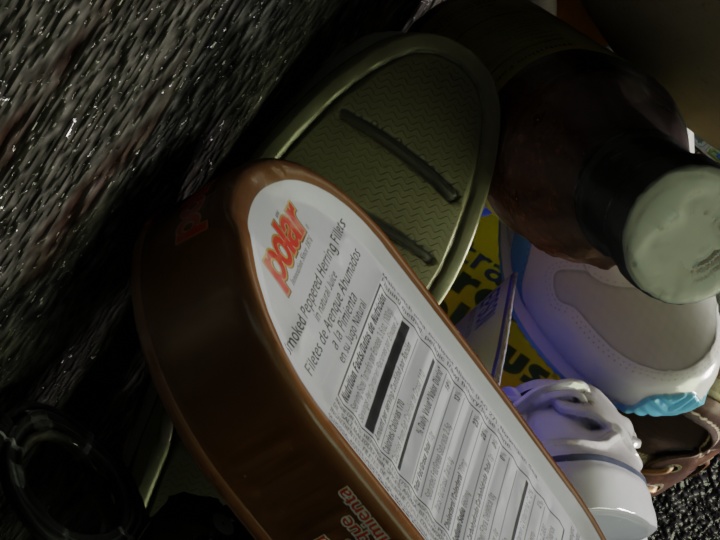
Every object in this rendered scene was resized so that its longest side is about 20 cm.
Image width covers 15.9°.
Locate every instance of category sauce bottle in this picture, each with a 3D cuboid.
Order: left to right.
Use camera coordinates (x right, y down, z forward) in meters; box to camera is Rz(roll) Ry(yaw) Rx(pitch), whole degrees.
[{"bbox_3d":[0.064,-0.037,0.789,0.066,0.066,0.200,-57,-156,8],"label":"sauce bottle"}]

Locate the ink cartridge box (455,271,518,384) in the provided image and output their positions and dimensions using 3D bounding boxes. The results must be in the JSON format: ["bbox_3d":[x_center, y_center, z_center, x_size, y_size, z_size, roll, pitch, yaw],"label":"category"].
[{"bbox_3d":[-0.015,0.093,0.879,0.200,0.043,0.198,-39,-175,13],"label":"ink cartridge box"}]

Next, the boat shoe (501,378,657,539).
[{"bbox_3d":[0.064,0.070,0.900,0.200,0.073,0.066,69,11,-79],"label":"boat shoe"}]

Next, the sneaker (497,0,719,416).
[{"bbox_3d":[0.093,-0.040,0.971,0.081,0.076,0.201,114,-32,-56],"label":"sneaker"}]

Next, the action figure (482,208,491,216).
[{"bbox_3d":[0.000,0.000,0.932,0.200,0.052,0.065,-52,168,4],"label":"action figure"}]

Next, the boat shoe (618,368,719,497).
[{"bbox_3d":[0.122,0.070,1.105,0.072,0.072,0.200,-57,179,-7],"label":"boat shoe"}]

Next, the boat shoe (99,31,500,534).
[{"bbox_3d":[-0.027,0.016,0.775,0.201,0.075,0.068,-61,-163,1],"label":"boat shoe"}]

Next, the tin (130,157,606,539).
[{"bbox_3d":[0.013,0.058,0.696,0.042,0.200,0.112,-32,-164,19],"label":"tin"}]

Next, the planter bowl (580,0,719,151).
[{"bbox_3d":[0.130,-0.144,0.814,0.201,0.135,0.200,-54,173,-10],"label":"planter bowl"}]

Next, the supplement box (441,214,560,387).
[{"bbox_3d":[0.028,0.059,1.131,0.110,0.109,0.200,-51,170,-40],"label":"supplement box"}]

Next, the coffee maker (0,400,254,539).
[{"bbox_3d":[-0.083,0.159,0.712,0.200,0.192,0.135,-39,171,30],"label":"coffee maker"}]

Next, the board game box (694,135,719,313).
[{"bbox_3d":[0.152,-0.067,1.097,0.064,0.147,0.200,-52,-176,-29],"label":"board game box"}]
